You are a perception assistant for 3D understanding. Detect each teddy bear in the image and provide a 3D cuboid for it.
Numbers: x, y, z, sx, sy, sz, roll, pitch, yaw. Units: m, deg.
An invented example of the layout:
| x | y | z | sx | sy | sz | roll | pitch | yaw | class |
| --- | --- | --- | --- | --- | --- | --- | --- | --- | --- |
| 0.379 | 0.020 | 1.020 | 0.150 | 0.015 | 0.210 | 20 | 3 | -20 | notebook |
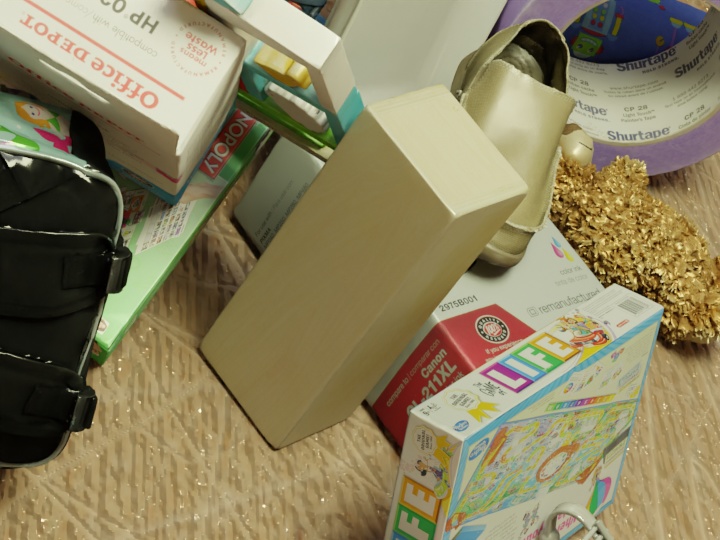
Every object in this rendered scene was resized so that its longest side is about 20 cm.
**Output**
| x | y | z | sx | sy | sz | roll | pitch | yaw | class |
| --- | --- | --- | --- | --- | --- | --- | --- | --- | --- |
| 0.175 | -0.030 | 1.350 | 0.200 | 0.067 | 0.145 | 46 | 38 | 13 | teddy bear |

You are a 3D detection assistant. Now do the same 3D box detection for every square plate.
| x | y | z | sx | sy | sz | roll | pitch | yaw | class |
| --- | --- | --- | --- | --- | --- | --- | --- | --- | --- |
| 0.036 | -0.166 | 1.256 | 0.028 | 0.201 | 0.198 | 36 | 23 | 21 | square plate |

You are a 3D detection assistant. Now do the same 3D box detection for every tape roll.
| x | y | z | sx | sy | sz | roll | pitch | yaw | class |
| --- | --- | --- | --- | --- | --- | --- | --- | --- | --- |
| 0.182 | -0.162 | 1.383 | 0.199 | 0.200 | 0.085 | 17 | 42 | -21 | tape roll |

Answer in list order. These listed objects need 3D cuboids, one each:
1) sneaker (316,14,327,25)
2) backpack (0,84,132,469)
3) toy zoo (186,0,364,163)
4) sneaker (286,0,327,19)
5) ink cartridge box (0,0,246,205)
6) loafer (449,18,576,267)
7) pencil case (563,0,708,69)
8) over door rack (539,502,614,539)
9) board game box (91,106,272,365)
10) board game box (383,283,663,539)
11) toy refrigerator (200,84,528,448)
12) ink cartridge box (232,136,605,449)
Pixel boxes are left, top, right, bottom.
| x | y | z | sx | sy | sz | roll | pitch | yaw | class |
| --- | --- | --- | --- | --- | --- | --- | --- | --- | --- |
| -0.073 | -0.135 | 1.270 | 0.105 | 0.076 | 0.200 | 38 | 38 | 2 | sneaker |
| -0.224 | -0.009 | 0.957 | 0.199 | 0.178 | 0.151 | 7 | 24 | -25 | backpack |
| -0.059 | -0.114 | 1.022 | 0.131 | 0.200 | 0.021 | 32 | 80 | 15 | toy zoo |
| -0.048 | -0.159 | 1.203 | 0.075 | 0.084 | 0.201 | 25 | 68 | -41 | sneaker |
| -0.121 | -0.102 | 1.009 | 0.115 | 0.200 | 0.068 | 31 | 81 | -2 | ink cartridge box |
| 0.083 | -0.083 | 1.203 | 0.076 | 0.068 | 0.200 | 24 | 39 | -15 | loafer |
| 0.212 | -0.169 | 1.508 | 0.199 | 0.078 | 0.087 | 14 | 32 | -24 | pencil case |
| 0.131 | 0.235 | 1.052 | 0.200 | 0.067 | 0.148 | 47 | 41 | 3 | over door rack |
| -0.137 | -0.066 | 1.122 | 0.134 | 0.029 | 0.200 | 35 | 65 | -1 | board game box |
| 0.085 | 0.101 | 1.095 | 0.034 | 0.135 | 0.200 | 27 | 32 | 28 | board game box |
| 0.000 | 0.000 | 1.084 | 0.070 | 0.200 | 0.076 | -20 | 64 | -46 | toy refrigerator |
| 0.042 | 0.001 | 1.209 | 0.145 | 0.083 | 0.200 | -15 | 60 | -44 | ink cartridge box |
